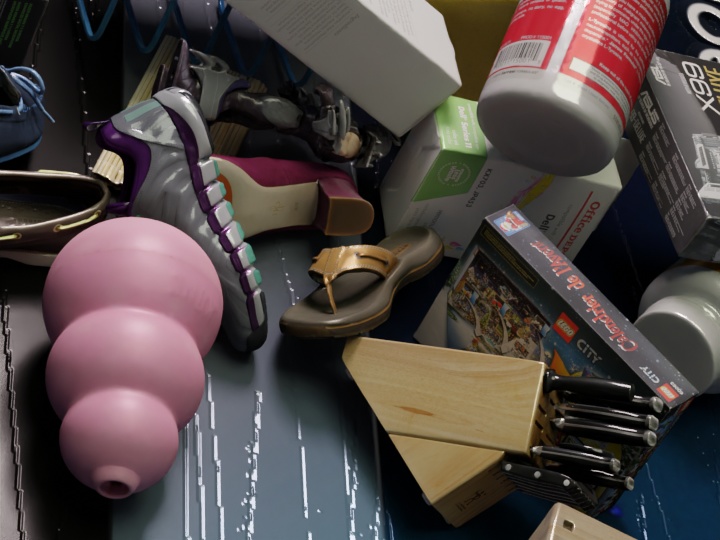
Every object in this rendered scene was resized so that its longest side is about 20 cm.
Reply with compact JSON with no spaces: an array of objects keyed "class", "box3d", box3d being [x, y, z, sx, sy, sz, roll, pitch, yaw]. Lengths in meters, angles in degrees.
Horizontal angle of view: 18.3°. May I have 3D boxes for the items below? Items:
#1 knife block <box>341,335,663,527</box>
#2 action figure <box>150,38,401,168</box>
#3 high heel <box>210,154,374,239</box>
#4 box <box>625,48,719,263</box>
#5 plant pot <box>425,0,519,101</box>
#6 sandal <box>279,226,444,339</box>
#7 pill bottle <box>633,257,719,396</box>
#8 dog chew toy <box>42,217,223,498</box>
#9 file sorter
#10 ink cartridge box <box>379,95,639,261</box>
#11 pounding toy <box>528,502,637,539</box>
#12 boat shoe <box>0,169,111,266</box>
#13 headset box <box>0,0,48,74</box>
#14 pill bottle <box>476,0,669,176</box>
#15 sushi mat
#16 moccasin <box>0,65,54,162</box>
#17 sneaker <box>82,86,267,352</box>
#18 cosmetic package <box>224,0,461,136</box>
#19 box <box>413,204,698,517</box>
[{"class":"knife block","box3d":[0.106,0.091,1.592,0.200,0.175,0.064,57,3,29]},{"class":"action figure","box3d":[-0.059,-0.122,1.745,0.200,0.130,0.069,12,85,-19]},{"class":"high heel","box3d":[-0.093,-0.061,1.723,0.200,0.068,0.096,11,13,-25]},{"class":"box","box3d":[0.301,-0.087,1.809,0.158,0.050,0.200,9,44,-27]},{"class":"plant pot","box3d":[0.103,-0.226,1.911,0.176,0.200,0.200,1,47,-15]},{"class":"sandal","box3d":[0.000,0.000,1.683,0.082,0.055,0.200,-2,23,35]},{"class":"pill bottle","box3d":[0.298,0.029,1.814,0.109,0.109,0.200,41,42,13]},{"class":"dog chew toy","box3d":[-0.157,0.062,1.508,0.124,0.125,0.200,15,50,-17]},{"class":"file sorter","box3d":[-0.123,-0.243,1.819,0.200,0.123,0.139,11,36,-28]},{"class":"ink cartridge box","box3d":[0.129,-0.062,1.801,0.200,0.117,0.067,10,45,-21]},{"class":"pounding toy","box3d":[0.179,0.242,1.454,0.184,0.200,0.142,26,40,-5]},{"class":"boat shoe","box3d":[-0.274,-0.041,1.587,0.200,0.060,0.072,2,48,-29]},{"class":"headset box","box3d":[-0.345,-0.246,1.730,0.200,0.093,0.174,6,45,-26]},{"class":"pill bottle","box3d":[0.172,-0.181,1.724,0.112,0.112,0.200,26,65,-5]},{"class":"sushi mat","box3d":[-0.141,-0.113,1.776,0.096,0.012,0.200,25,40,-4]},{"class":"moccasin","box3d":[-0.267,-0.120,1.622,0.080,0.068,0.200,13,18,1]},{"class":"sneaker","box3d":[-0.135,-0.027,1.620,0.087,0.074,0.200,-20,93,-17]},{"class":"cosmetic package","box3d":[-0.018,-0.203,1.717,0.200,0.071,0.102,36,27,-32]},{"class":"box","box3d":[0.141,0.069,1.659,0.038,0.137,0.200,-24,63,-44]}]
